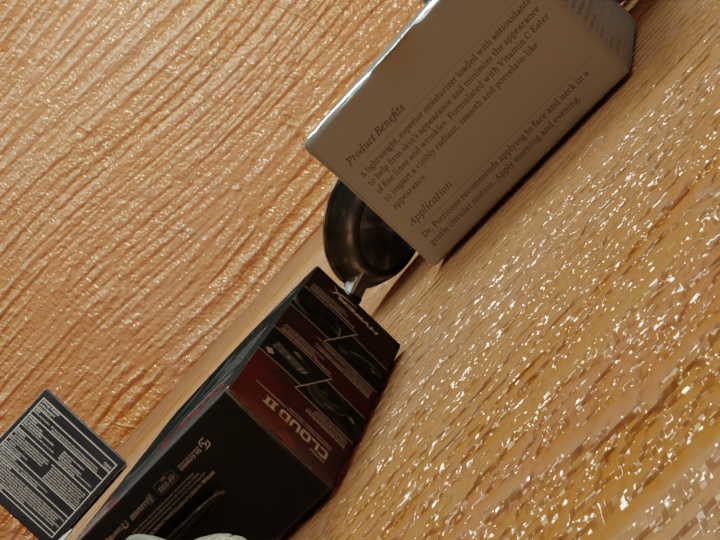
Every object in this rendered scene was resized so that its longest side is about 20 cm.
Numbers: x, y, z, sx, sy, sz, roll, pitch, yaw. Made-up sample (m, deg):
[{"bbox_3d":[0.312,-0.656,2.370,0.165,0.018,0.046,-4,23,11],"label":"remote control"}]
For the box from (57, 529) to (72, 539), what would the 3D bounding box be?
[{"bbox_3d":[-0.365,0.373,1.417,0.122,0.048,0.200,-42,7,47],"label":"box"}]

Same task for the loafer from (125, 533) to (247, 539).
[{"bbox_3d":[-0.087,0.151,0.559,0.070,0.070,0.200,-40,1,-27],"label":"loafer"}]

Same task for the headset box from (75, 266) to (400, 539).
[{"bbox_3d":[-0.068,0.102,0.754,0.149,0.077,0.200,-46,4,24],"label":"headset box"}]

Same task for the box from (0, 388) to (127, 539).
[{"bbox_3d":[-0.551,0.350,2.397,0.199,0.200,0.123,-48,4,-15],"label":"box"}]

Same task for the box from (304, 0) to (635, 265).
[{"bbox_3d":[0.086,-0.140,0.998,0.199,0.131,0.200,-45,5,23],"label":"box"}]

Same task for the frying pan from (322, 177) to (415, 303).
[{"bbox_3d":[-0.006,-0.012,1.069,0.031,0.115,0.190,16,59,41],"label":"frying pan"}]

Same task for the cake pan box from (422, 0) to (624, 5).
[{"bbox_3d":[0.139,-0.257,1.122,0.183,0.053,0.200,-34,-37,10],"label":"cake pan box"}]
